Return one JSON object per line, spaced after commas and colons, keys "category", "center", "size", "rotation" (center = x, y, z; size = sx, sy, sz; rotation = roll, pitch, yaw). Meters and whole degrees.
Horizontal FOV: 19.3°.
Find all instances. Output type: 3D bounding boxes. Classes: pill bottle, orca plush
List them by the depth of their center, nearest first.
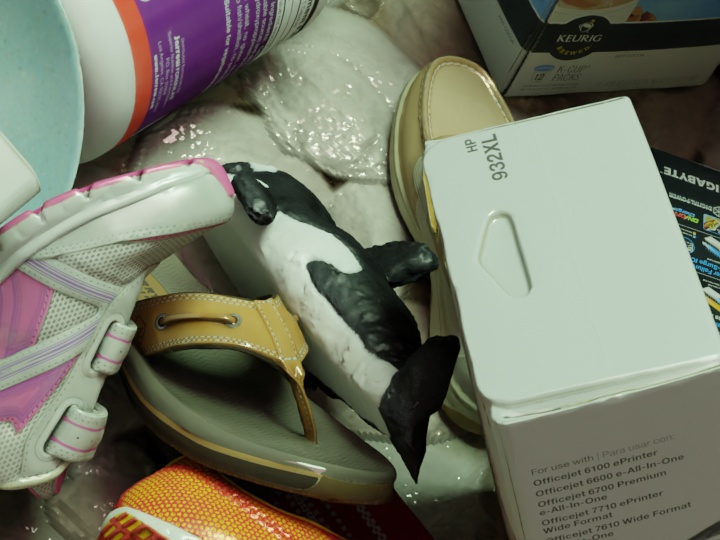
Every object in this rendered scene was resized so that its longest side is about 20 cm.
{"category": "orca plush", "center": [0.000, 0.000, 0.853], "size": [0.071, 0.106, 0.200], "rotation": [-28, 23, -15]}
{"category": "pill bottle", "center": [-0.087, -0.135, 0.941], "size": [0.112, 0.113, 0.200], "rotation": [43, 49, 11]}

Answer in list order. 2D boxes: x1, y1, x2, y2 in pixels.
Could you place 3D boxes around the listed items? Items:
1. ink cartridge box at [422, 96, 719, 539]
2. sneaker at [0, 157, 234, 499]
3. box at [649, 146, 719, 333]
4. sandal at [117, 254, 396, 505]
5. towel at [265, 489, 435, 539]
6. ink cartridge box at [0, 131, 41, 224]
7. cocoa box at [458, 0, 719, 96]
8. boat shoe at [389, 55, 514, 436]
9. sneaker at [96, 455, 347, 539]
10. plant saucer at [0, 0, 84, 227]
{"category": "ink cartridge box", "center": [0.088, 0.061, 0.789], "size": [0.083, 0.201, 0.146], "rotation": [-14, 43, 2]}
{"category": "sneaker", "center": [-0.121, 0.034, 0.786], "size": [0.088, 0.200, 0.081], "rotation": [53, 6, -2]}
{"category": "box", "center": [0.208, 0.042, 0.985], "size": [0.199, 0.046, 0.160], "rotation": [18, 50, -11]}
{"category": "sandal", "center": [-0.055, 0.025, 0.829], "size": [0.081, 0.055, 0.200], "rotation": [6, 27, -38]}
{"category": "towel", "center": [-0.026, 0.163, 0.801], "size": [0.199, 0.023, 0.145], "rotation": [-27, 69, -37]}
{"category": "ink cartridge box", "center": [-0.222, 0.013, 0.709], "size": [0.200, 0.144, 0.084], "rotation": [-42, 100, -29]}
{"category": "cocoa box", "center": [0.114, -0.208, 1.075], "size": [0.133, 0.131, 0.201], "rotation": [-5, 57, -27]}
{"category": "boat shoe", "center": [0.062, -0.025, 0.953], "size": [0.073, 0.069, 0.201], "rotation": [5, 53, -21]}
{"category": "sneaker", "center": [-0.002, 0.136, 0.773], "size": [0.200, 0.073, 0.077], "rotation": [41, 40, 5]}
{"category": "plant saucer", "center": [-0.210, -0.063, 0.837], "size": [0.199, 0.039, 0.203], "rotation": [1, 87, -10]}
